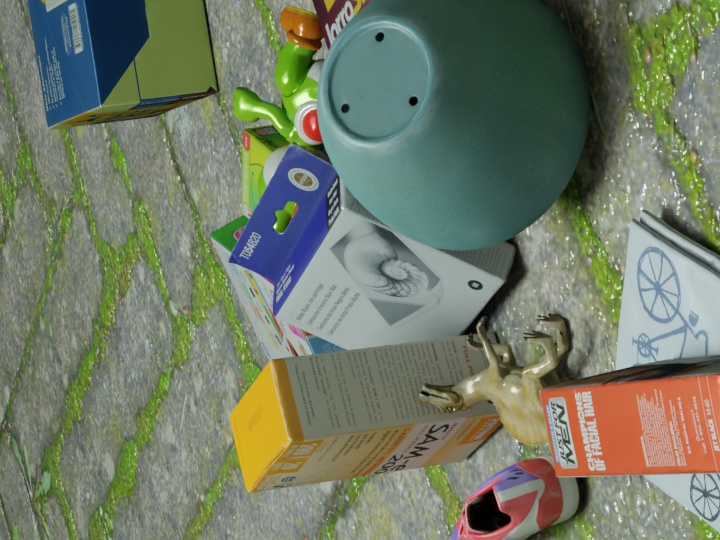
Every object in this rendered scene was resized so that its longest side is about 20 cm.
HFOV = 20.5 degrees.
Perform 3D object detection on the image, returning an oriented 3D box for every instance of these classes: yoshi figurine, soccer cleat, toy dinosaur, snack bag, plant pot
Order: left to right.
[{"bbox_3d":[-0.050,-0.124,1.737,0.112,0.112,0.201,15,95,25],"label":"yoshi figurine"},{"bbox_3d":[0.047,-0.122,1.427,0.199,0.135,0.201,-5,81,30],"label":"plant pot"},{"bbox_3d":[0.104,0.198,1.595,0.200,0.073,0.069,-48,55,59],"label":"soccer cleat"},{"bbox_3d":[0.137,0.089,1.517,0.199,0.058,0.102,15,114,38],"label":"toy dinosaur"},{"bbox_3d":[0.235,0.080,1.336,0.200,0.021,0.189,39,133,52],"label":"snack bag"}]

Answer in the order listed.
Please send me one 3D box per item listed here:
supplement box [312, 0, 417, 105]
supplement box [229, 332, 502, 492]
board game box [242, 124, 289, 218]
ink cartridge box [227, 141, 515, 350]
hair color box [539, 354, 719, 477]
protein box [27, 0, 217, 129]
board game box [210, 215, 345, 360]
[{"bbox_3d":[0.040,-0.165,1.594,0.110,0.085,0.201,-51,53,59],"label":"supplement box"},{"bbox_3d":[0.009,0.116,1.622,0.126,0.199,0.074,126,133,-58],"label":"supplement box"},{"bbox_3d":[-0.052,-0.058,1.876,0.200,0.047,0.102,40,133,55],"label":"board game box"},{"bbox_3d":[0.000,0.000,1.628,0.200,0.199,0.041,123,171,-56],"label":"ink cartridge box"},{"bbox_3d":[0.212,0.087,1.238,0.200,0.110,0.064,-15,86,62],"label":"hair color box"},{"bbox_3d":[-0.265,-0.268,2.159,0.200,0.134,0.200,-7,92,65],"label":"protein box"},{"bbox_3d":[-0.062,0.045,1.870,0.200,0.040,0.154,35,152,60],"label":"board game box"}]
